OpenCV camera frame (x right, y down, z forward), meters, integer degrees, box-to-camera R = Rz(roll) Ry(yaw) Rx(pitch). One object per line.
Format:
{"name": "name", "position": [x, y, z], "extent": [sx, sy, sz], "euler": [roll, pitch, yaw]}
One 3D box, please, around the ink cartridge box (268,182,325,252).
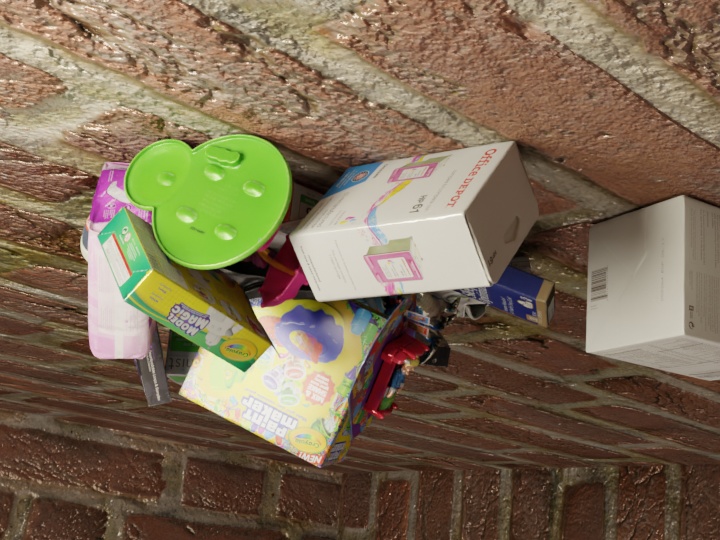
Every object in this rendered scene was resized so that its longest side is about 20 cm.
{"name": "ink cartridge box", "position": [-0.060, -0.057, 1.301], "extent": [0.109, 0.051, 0.199], "euler": [20, 157, -40]}

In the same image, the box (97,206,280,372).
{"name": "box", "position": [-0.168, 0.026, 1.152], "extent": [0.048, 0.118, 0.200], "euler": [-46, 132, 10]}

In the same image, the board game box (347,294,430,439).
{"name": "board game box", "position": [0.043, 0.125, 1.361], "extent": [0.039, 0.158, 0.200], "euler": [26, 152, 17]}

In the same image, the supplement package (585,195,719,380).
{"name": "supplement package", "position": [0.377, 0.028, 1.270], "extent": [0.199, 0.153, 0.150], "euler": [14, 162, -29]}

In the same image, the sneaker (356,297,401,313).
{"name": "sneaker", "position": [0.000, 0.000, 1.474], "extent": [0.095, 0.080, 0.200], "euler": [18, 166, 25]}

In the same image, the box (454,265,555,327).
{"name": "box", "position": [0.137, 0.006, 1.371], "extent": [0.199, 0.033, 0.121], "euler": [24, 169, 16]}

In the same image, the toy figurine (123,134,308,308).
{"name": "toy figurine", "position": [-0.128, -0.036, 1.189], "extent": [0.199, 0.151, 0.184], "euler": [22, 162, 29]}

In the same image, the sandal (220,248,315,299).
{"name": "sandal", "position": [-0.124, -0.004, 1.316], "extent": [0.199, 0.076, 0.048], "euler": [-4, 137, 8]}

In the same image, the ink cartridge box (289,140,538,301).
{"name": "ink cartridge box", "position": [0.055, -0.047, 1.108], "extent": [0.199, 0.145, 0.085], "euler": [-5, 121, 32]}

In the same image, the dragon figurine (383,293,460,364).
{"name": "dragon figurine", "position": [0.069, 0.050, 1.459], "extent": [0.099, 0.059, 0.200], "euler": [29, 160, 11]}

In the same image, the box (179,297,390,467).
{"name": "box", "position": [-0.081, 0.108, 1.396], "extent": [0.199, 0.194, 0.122], "euler": [24, 180, 13]}

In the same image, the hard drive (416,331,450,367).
{"name": "hard drive", "position": [0.029, 0.102, 1.748], "extent": [0.198, 0.038, 0.140], "euler": [7, -169, -8]}

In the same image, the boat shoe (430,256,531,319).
{"name": "boat shoe", "position": [0.139, 0.032, 1.486], "extent": [0.073, 0.067, 0.199], "euler": [-3, 172, -40]}

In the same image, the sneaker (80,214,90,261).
{"name": "sneaker", "position": [-0.231, -0.048, 1.361], "extent": [0.199, 0.075, 0.085], "euler": [-2, 136, -24]}

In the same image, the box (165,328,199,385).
{"name": "box", "position": [-0.150, 0.071, 1.539], "extent": [0.198, 0.178, 0.097], "euler": [3, 164, 10]}

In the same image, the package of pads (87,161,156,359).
{"name": "package of pads", "position": [-0.259, -0.007, 1.259], "extent": [0.075, 0.121, 0.201], "euler": [5, 133, -7]}

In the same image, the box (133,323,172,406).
{"name": "box", "position": [-0.289, 0.069, 1.483], "extent": [0.036, 0.144, 0.200], "euler": [-14, -155, -16]}
